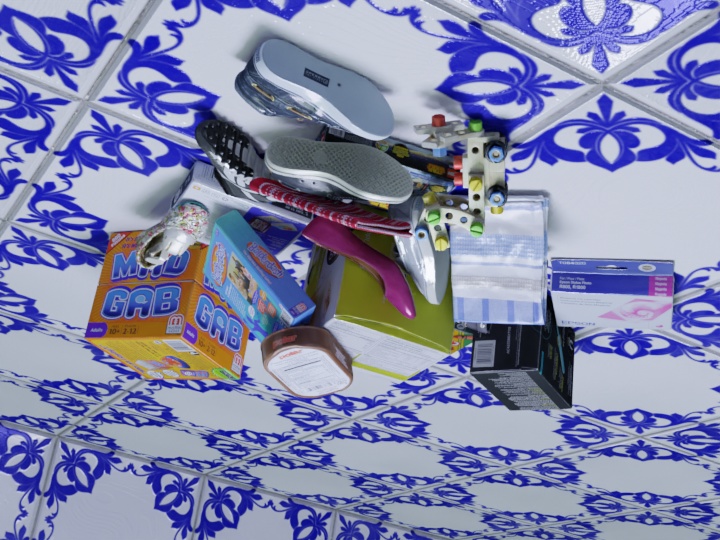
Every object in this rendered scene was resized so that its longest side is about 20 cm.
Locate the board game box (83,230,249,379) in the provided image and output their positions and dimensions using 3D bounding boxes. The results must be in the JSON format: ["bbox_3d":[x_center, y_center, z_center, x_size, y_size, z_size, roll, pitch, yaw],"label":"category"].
[{"bbox_3d":[-0.322,0.063,1.884,0.198,0.201,0.200,-3,154,24],"label":"board game box"}]

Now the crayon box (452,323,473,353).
[{"bbox_3d":[0.127,0.116,2.031,0.126,0.051,0.200,17,155,-18],"label":"crayon box"}]

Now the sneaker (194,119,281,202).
[{"bbox_3d":[-0.181,-0.145,1.539,0.090,0.067,0.200,-11,152,33],"label":"sneaker"}]

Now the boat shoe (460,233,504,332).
[{"bbox_3d":[0.205,0.008,1.645,0.063,0.073,0.201,32,121,17],"label":"boat shoe"}]

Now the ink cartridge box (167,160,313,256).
[{"bbox_3d":[-0.197,-0.085,1.705,0.197,0.044,0.200,19,153,-19],"label":"ink cartridge box"}]

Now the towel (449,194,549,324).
[{"bbox_3d":[0.202,-0.015,1.586,0.146,0.202,0.024,3,-162,16],"label":"towel"}]

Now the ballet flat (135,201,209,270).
[{"bbox_3d":[-0.297,-0.047,1.704,0.075,0.064,0.200,25,151,-24],"label":"ballet flat"}]

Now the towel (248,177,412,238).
[{"bbox_3d":[-0.041,-0.088,1.490,0.199,0.023,0.144,22,-171,34],"label":"towel"}]

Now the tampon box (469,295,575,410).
[{"bbox_3d":[0.291,0.145,1.915,0.125,0.151,0.200,-5,153,27],"label":"tampon box"}]

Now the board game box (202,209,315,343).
[{"bbox_3d":[-0.159,0.027,1.658,0.200,0.045,0.152,49,149,15],"label":"board game box"}]

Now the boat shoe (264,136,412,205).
[{"bbox_3d":[-0.028,-0.127,1.427,0.198,0.075,0.062,12,156,3],"label":"boat shoe"}]

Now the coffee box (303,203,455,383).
[{"bbox_3d":[0.028,0.040,1.713,0.199,0.201,0.198,18,155,-17],"label":"coffee box"}]

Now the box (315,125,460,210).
[{"bbox_3d":[0.024,-0.137,1.518,0.199,0.040,0.137,15,156,-13],"label":"box"}]

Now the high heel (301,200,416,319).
[{"bbox_3d":[0.000,0.000,1.578,0.096,0.201,0.067,-30,168,-11],"label":"high heel"}]

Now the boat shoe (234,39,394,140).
[{"bbox_3d":[-0.057,-0.214,1.350,0.199,0.071,0.091,28,152,-22],"label":"boat shoe"}]

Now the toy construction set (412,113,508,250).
[{"bbox_3d":[0.127,-0.123,1.416,0.130,0.092,0.201,0,130,8],"label":"toy construction set"}]

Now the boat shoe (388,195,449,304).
[{"bbox_3d":[0.083,-0.033,1.575,0.071,0.070,0.202,9,139,24],"label":"boat shoe"}]

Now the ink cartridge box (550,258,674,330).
[{"bbox_3d":[0.415,0.043,1.782,0.195,0.044,0.200,2,156,17],"label":"ink cartridge box"}]

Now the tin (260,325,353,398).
[{"bbox_3d":[-0.079,0.143,1.654,0.111,0.042,0.200,-20,148,11],"label":"tin"}]
